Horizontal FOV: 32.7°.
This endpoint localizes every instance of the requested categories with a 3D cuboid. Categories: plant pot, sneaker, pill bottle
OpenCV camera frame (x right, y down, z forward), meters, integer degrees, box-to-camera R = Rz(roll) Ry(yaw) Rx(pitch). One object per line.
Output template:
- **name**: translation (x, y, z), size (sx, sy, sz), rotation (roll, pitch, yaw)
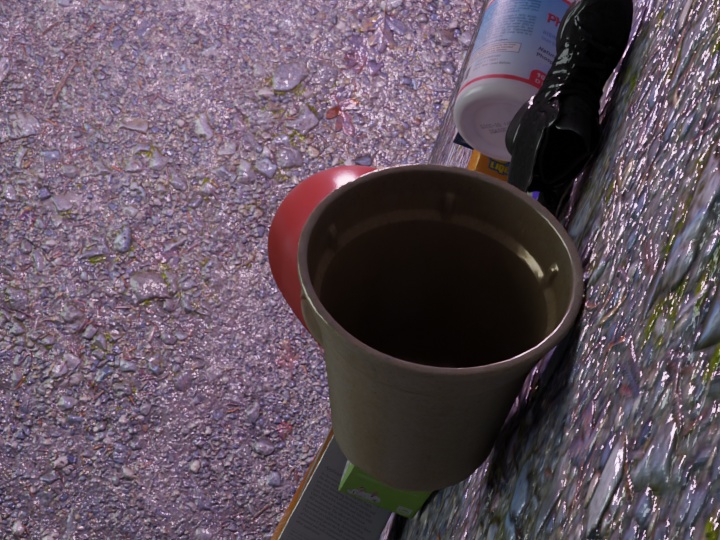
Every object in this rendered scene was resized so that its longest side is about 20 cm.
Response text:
- **plant pot**: translation (0.000, 0.000, 1.331), size (0.178, 0.198, 0.202), rotation (-107, 37, -71)
- **plant pot**: translation (0.049, 0.057, 0.906), size (0.185, 0.198, 0.202), rotation (96, -170, -46)
- **sneaker**: translation (0.171, -0.128, 0.984), size (0.201, 0.059, 0.104), rotation (-61, 18, 20)
- **pill bottle**: translation (0.166, -0.214, 1.215), size (0.109, 0.108, 0.202), rotation (113, 176, -59)

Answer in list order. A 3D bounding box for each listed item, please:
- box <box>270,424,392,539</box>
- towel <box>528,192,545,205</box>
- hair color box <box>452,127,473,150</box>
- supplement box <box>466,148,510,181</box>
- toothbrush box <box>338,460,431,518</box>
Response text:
- **box**: translation (-0.012, 0.238, 1.346), size (0.201, 0.097, 0.124), rotation (-61, 1, -16)
- **towel**: translation (0.155, -0.053, 1.130), size (0.201, 0.023, 0.145), rotation (112, 178, -57)
- **hair color box**: translation (0.188, -0.249, 1.694), size (0.200, 0.060, 0.101), rotation (114, 176, -70)
- **supplement box**: translation (0.143, -0.095, 1.285), size (0.069, 0.066, 0.202), rotation (120, 169, -80)
- **toothbrush box**: translation (0.056, 0.127, 1.173), size (0.201, 0.085, 0.147), rotation (111, 179, -56)
